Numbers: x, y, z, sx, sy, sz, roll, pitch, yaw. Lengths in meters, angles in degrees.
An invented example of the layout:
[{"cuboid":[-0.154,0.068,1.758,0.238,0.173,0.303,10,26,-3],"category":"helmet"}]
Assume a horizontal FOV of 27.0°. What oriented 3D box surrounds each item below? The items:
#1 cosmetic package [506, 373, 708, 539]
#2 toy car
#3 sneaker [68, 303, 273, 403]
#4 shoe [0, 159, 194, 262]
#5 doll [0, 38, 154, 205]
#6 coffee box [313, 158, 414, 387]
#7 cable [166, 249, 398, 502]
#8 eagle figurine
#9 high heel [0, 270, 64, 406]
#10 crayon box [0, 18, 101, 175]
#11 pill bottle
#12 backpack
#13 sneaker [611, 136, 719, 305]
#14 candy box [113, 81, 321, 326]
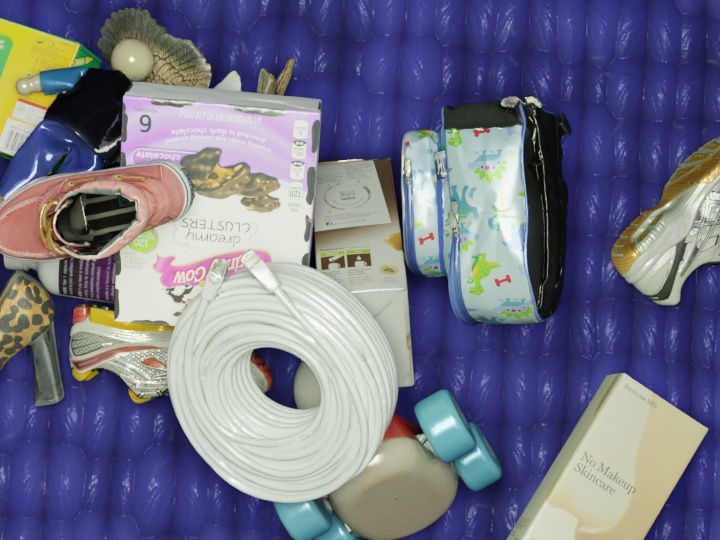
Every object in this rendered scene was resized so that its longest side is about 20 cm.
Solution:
[{"cuboid":[0.234,0.208,1.435,0.105,0.071,0.201,32,83,0],"category":"cosmetic package"},{"cuboid":[0.001,0.138,1.404,0.184,0.177,0.201,-30,59,6],"category":"toy car"},{"cuboid":[-0.179,0.089,1.419,0.198,0.078,0.083,12,87,6],"category":"sneaker"},{"cuboid":[-0.239,-0.043,1.229,0.199,0.091,0.072,-12,99,24],"category":"shoe"},{"cuboid":[-0.253,-0.127,1.339,0.136,0.048,0.201,34,79,5],"category":"doll"},{"cuboid":[0.000,0.000,1.362,0.079,0.201,0.115,-5,129,-1],"category":"coffee box"},{"cuboid":[-0.067,0.092,1.253,0.200,0.069,0.200,39,120,1],"category":"cable"},{"cuboid":[-0.179,-0.148,1.407,0.198,0.152,0.152,15,124,4],"category":"eagle figurine"},{"cuboid":[-0.375,0.075,1.370,0.199,0.071,0.143,-13,123,-17],"category":"high heel"},{"cuboid":[-0.358,-0.178,1.407,0.199,0.058,0.120,19,86,14],"category":"crayon box"},{"cuboid":[-0.226,-0.025,1.402,0.198,0.112,0.113,9,84,-4],"category":"pill bottle"},{"cuboid":[0.119,-0.049,1.404,0.146,0.183,0.202,-5,88,18],"category":"backpack"},{"cuboid":[0.337,-0.052,1.480,0.200,0.076,0.088,-46,105,-4],"category":"sneaker"},{"cuboid":[-0.123,-0.052,1.300,0.166,0.072,0.202,4,106,-2],"category":"candy box"}]
